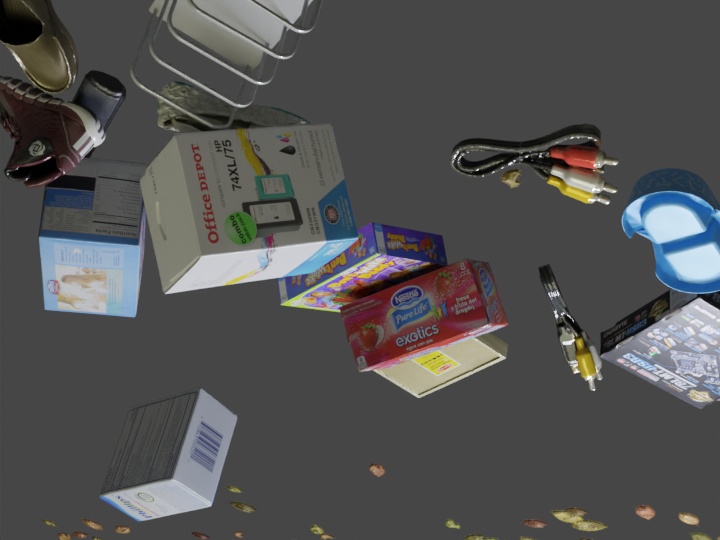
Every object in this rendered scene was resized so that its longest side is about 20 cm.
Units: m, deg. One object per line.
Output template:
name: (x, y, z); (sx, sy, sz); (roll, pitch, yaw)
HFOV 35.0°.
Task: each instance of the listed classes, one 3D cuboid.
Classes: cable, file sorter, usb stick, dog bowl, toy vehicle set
cable: (0.293, 0.064, 1.580); (0.050, 0.097, 0.201); (-12, 118, 15)
cable: (0.204, -0.130, 1.340); (0.198, 0.051, 0.098); (7, 138, 7)
file sorter: (-0.139, -0.267, 1.215); (0.138, 0.125, 0.200); (28, 141, -21)
usb stick: (-0.355, -0.186, 1.465); (0.055, 0.033, 0.200); (26, 142, -18)
dog bowl: (0.398, -0.050, 1.400); (0.111, 0.050, 0.200); (-16, 135, 34)
toy vehicle set: (0.110, 0.127, 1.740); (0.124, 0.027, 0.199); (33, 139, -25)

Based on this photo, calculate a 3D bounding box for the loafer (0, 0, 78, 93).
loafer: (-0.386, -0.276, 1.326); (0.075, 0.068, 0.201); (4, 143, 12)

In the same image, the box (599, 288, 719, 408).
box: (0.470, 0.103, 1.580); (0.199, 0.050, 0.198); (27, 143, -18)

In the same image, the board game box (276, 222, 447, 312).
board game box: (0.000, 0.000, 1.547); (0.134, 0.045, 0.199); (8, 154, -42)

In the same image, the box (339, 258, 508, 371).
box: (0.085, 0.062, 1.545); (0.199, 0.096, 0.100); (-22, 170, 22)

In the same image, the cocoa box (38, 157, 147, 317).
cocoa box: (-0.359, -0.042, 1.543); (0.132, 0.132, 0.200); (5, 149, -10)

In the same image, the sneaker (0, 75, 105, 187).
sneaker: (-0.422, -0.167, 1.409); (0.199, 0.116, 0.076); (18, 151, 26)

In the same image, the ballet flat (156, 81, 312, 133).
ballet flat: (-0.156, -0.171, 1.398); (0.198, 0.072, 0.072); (15, 144, -4)

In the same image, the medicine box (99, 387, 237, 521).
medicine box: (-0.338, 0.325, 2.009); (0.199, 0.183, 0.103); (-19, 133, 36)

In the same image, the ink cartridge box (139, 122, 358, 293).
ink cartridge box: (-0.133, -0.073, 1.329); (0.198, 0.148, 0.146); (-8, 168, -29)
